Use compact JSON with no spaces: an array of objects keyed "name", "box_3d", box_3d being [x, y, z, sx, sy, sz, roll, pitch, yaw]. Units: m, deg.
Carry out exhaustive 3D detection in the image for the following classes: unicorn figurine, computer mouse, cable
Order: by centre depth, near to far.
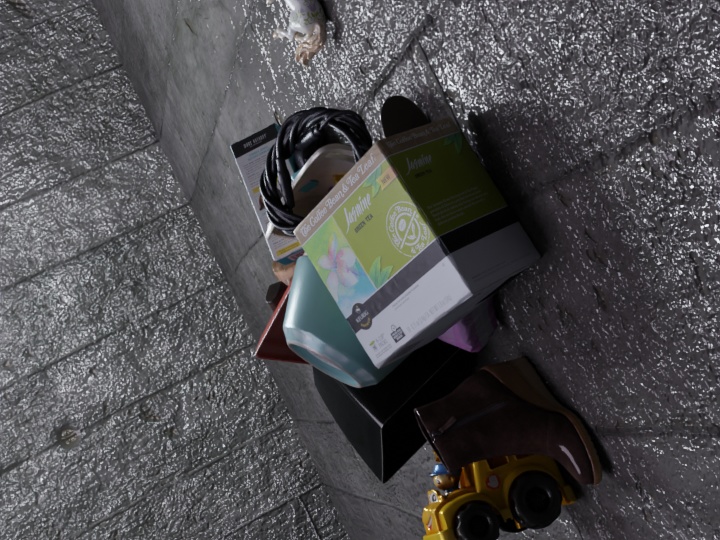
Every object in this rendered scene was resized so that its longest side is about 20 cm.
[{"name":"cable","box_3d":[-0.054,-0.131,1.435,0.163,0.051,0.201,43,122,25]},{"name":"unicorn figurine","box_3d":[-0.100,-0.393,1.510,0.201,0.074,0.137,52,157,-8]},{"name":"computer mouse","box_3d":[-0.061,-0.105,1.656,0.059,0.034,0.202,-22,89,65]}]

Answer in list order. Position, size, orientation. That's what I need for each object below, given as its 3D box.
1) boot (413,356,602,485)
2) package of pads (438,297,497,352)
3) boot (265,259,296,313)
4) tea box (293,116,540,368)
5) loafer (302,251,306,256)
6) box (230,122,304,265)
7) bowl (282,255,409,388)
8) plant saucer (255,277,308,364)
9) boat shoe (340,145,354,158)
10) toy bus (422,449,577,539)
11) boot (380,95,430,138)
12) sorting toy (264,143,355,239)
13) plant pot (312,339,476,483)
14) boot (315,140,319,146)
[{"name":"boot","box_3d":[0.178,0.210,1.319,0.201,0.165,0.073,54,163,34]},{"name":"package of pads","box_3d":[0.080,0.017,1.410,0.199,0.076,0.121,22,140,35]},{"name":"boot","box_3d":[-0.074,0.031,1.729,0.070,0.201,0.146,-9,138,44]},{"name":"tea box","box_3d":[0.060,-0.031,1.243,0.198,0.133,0.200,58,137,10]},{"name":"loafer","box_3d":[0.000,0.000,1.536,0.063,0.198,0.073,-35,58,51]},{"name":"box","box_3d":[-0.124,-0.117,1.668,0.202,0.082,0.049,68,-169,14]},{"name":"bowl","box_3d":[-0.022,0.079,1.409,0.199,0.106,0.201,29,167,7]},{"name":"plant saucer","box_3d":[-0.043,0.052,1.626,0.201,0.198,0.037,-60,43,23]},{"name":"boat shoe","box_3d":[-0.028,-0.112,1.703,0.065,0.072,0.201,61,160,25]},{"name":"toy bus","box_3d":[0.159,0.266,1.444,0.136,0.198,0.194,124,127,-73]},{"name":"boot","box_3d":[0.055,-0.123,1.414,0.188,0.064,0.200,66,168,-4]},{"name":"sorting toy","box_3d":[-0.020,-0.114,1.537,0.180,0.198,0.108,118,157,-57]},{"name":"plant pot","box_3d":[0.037,0.145,1.565,0.177,0.200,0.200,39,156,24]},{"name":"boot","box_3d":[-0.116,-0.138,1.803,0.168,0.076,0.202,106,-179,-68]}]
